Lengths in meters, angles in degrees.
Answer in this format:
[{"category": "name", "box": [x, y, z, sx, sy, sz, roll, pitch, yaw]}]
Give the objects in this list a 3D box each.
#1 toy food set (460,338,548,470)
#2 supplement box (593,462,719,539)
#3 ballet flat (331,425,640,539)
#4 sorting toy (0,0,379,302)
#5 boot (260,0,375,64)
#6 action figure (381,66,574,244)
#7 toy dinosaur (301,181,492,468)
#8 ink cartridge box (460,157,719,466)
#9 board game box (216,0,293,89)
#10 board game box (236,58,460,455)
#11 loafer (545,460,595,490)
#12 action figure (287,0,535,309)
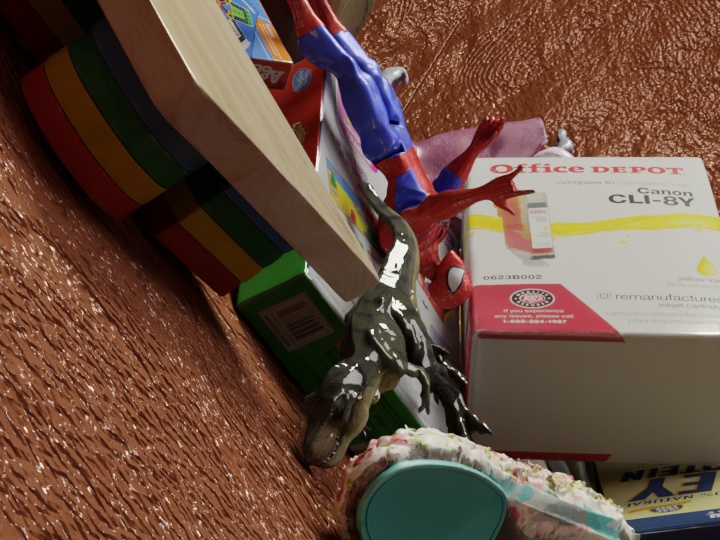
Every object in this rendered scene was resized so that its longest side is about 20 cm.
[{"category": "toy food set", "box": [0.070, 0.114, 1.268, 0.144, 0.060, 0.200, 61, -4, -18]}, {"category": "supplement box", "box": [0.201, 0.202, 1.061, 0.200, 0.134, 0.200, -65, 148, -83]}, {"category": "ballet flat", "box": [0.046, 0.106, 0.899, 0.200, 0.076, 0.064, 28, 13, -46]}, {"category": "sorting toy", "box": [-0.096, -0.086, 0.864, 0.200, 0.070, 0.199, 60, 6, 30]}, {"category": "boot", "box": [-0.080, -0.175, 1.239, 0.166, 0.072, 0.200, 34, -15, 0]}, {"category": "action figure", "box": [0.024, -0.046, 1.272, 0.149, 0.200, 0.134, -108, -155, -67]}, {"category": "toy dinosaur", "box": [0.020, 0.037, 0.958, 0.088, 0.047, 0.200, 51, 26, -22]}, {"category": "ink cartridge box", "box": [0.127, 0.016, 1.124, 0.200, 0.145, 0.083, -88, 178, -60]}, {"category": "board game box", "box": [-0.112, -0.161, 1.092, 0.103, 0.019, 0.200, 3, 35, -24]}, {"category": "board game box", "box": [0.000, 0.000, 1.067, 0.153, 0.040, 0.200, 54, 23, -30]}, {"category": "loafer", "box": [0.146, 0.068, 1.262, 0.075, 0.070, 0.200, 39, 36, -57]}, {"category": "action figure", "box": [0.033, -0.082, 1.050, 0.065, 0.099, 0.200, -9, 78, -68]}]
